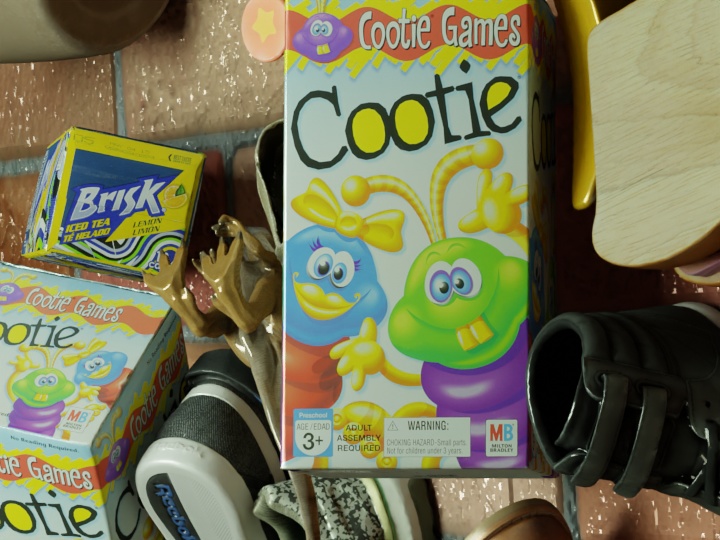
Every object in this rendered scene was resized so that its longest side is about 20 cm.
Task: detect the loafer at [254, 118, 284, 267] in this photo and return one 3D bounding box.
[{"bbox_3d":[0.000,0.000,1.346,0.076,0.067,0.200,-44,44,4],"label":"loafer"}]

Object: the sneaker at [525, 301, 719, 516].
[{"bbox_3d":[0.134,0.075,1.121,0.200,0.099,0.071,43,127,48],"label":"sneaker"}]

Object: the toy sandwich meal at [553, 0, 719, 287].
[{"bbox_3d":[0.128,-0.092,1.143,0.205,0.070,0.205,9,100,59],"label":"toy sandwich meal"}]

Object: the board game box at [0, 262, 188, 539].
[{"bbox_3d":[-0.143,0.110,1.474,0.105,0.103,0.200,11,135,19],"label":"board game box"}]

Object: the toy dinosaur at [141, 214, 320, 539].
[{"bbox_3d":[-0.042,0.032,1.361,0.060,0.106,0.200,-33,40,24],"label":"toy dinosaur"}]

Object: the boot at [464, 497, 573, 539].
[{"bbox_3d":[0.093,0.208,1.231,0.155,0.074,0.200,43,140,51],"label":"boot"}]

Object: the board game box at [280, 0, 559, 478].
[{"bbox_3d":[0.026,-0.016,1.233,0.103,0.105,0.200,33,-123,-78],"label":"board game box"}]

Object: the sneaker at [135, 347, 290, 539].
[{"bbox_3d":[-0.043,0.120,1.461,0.073,0.112,0.200,11,139,23],"label":"sneaker"}]

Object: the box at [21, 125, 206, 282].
[{"bbox_3d":[-0.126,-0.031,1.500,0.200,0.070,0.064,-179,101,-81],"label":"box"}]

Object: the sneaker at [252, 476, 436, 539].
[{"bbox_3d":[-0.009,0.181,1.379,0.077,0.089,0.200,-31,67,56],"label":"sneaker"}]

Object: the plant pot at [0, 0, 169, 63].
[{"bbox_3d":[-0.193,-0.185,1.582,0.174,0.200,0.201,17,108,40],"label":"plant pot"}]

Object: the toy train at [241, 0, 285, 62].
[{"bbox_3d":[-0.002,-0.150,1.370,0.150,0.056,0.200,41,126,51],"label":"toy train"}]
